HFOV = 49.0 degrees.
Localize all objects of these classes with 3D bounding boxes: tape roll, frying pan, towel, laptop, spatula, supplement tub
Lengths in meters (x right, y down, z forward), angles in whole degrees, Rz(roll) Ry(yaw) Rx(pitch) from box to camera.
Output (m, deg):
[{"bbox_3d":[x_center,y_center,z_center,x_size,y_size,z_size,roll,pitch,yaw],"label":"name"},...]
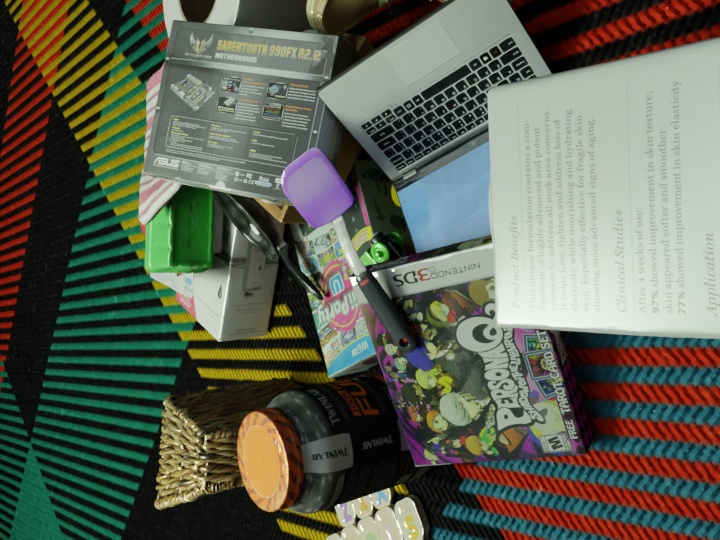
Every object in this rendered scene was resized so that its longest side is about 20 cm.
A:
[{"bbox_3d":[-0.140,-0.344,0.970,0.200,0.137,0.208,6,98,50],"label":"tape roll"},{"bbox_3d":[-0.111,-0.046,0.922,0.189,0.031,0.116,31,159,45],"label":"frying pan"},{"bbox_3d":[-0.231,-0.171,0.932,0.146,0.029,0.205,-35,51,50],"label":"towel"},{"bbox_3d":[0.088,-0.103,0.689,0.185,0.200,0.118,-26,39,26],"label":"laptop"},{"bbox_3d":[-0.005,-0.012,0.712,0.056,0.021,0.203,-29,92,26],"label":"spatula"},{"bbox_3d":[-0.022,0.178,0.826,0.121,0.197,0.126,7,99,49],"label":"supplement tub"}]

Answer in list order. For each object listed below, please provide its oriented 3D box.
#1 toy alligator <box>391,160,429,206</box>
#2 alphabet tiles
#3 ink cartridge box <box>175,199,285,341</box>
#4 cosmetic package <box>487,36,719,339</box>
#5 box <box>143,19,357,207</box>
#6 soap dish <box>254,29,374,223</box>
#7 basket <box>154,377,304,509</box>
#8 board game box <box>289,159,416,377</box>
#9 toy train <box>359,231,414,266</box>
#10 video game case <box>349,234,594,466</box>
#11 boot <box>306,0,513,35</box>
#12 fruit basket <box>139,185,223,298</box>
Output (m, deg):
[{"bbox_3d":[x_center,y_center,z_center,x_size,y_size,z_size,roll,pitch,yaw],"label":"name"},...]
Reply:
[{"bbox_3d":[0.070,-0.075,0.797,0.054,0.058,0.205,-14,83,50],"label":"toy alligator"},{"bbox_3d":[0.024,0.340,0.932,0.200,0.014,0.199,-41,62,45],"label":"alphabet tiles"},{"bbox_3d":[-0.182,-0.027,1.096,0.146,0.081,0.205,32,118,45],"label":"ink cartridge box"},{"bbox_3d":[0.211,-0.049,0.535,0.197,0.164,0.172,1,94,47],"label":"cosmetic package"},{"bbox_3d":[-0.112,-0.155,0.781,0.196,0.048,0.162,12,90,23],"label":"box"},{"bbox_3d":[-0.052,-0.157,0.862,0.203,0.080,0.157,-64,27,6],"label":"soap dish"},{"bbox_3d":[-0.138,0.235,0.978,0.141,0.197,0.153,20,107,46],"label":"basket"},{"bbox_3d":[0.000,0.000,0.890,0.147,0.063,0.204,-32,69,49],"label":"board game box"},{"bbox_3d":[0.071,0.048,0.778,0.201,0.042,0.056,50,134,7],"label":"toy train"},{"bbox_3d":[0.098,0.077,0.718,0.178,0.036,0.204,-12,102,35],"label":"video game case"},{"bbox_3d":[0.056,-0.269,0.735,0.199,0.073,0.156,-41,58,0],"label":"boot"},{"bbox_3d":[-0.248,-0.071,1.061,0.199,0.092,0.190,-164,75,-65],"label":"fruit basket"}]
